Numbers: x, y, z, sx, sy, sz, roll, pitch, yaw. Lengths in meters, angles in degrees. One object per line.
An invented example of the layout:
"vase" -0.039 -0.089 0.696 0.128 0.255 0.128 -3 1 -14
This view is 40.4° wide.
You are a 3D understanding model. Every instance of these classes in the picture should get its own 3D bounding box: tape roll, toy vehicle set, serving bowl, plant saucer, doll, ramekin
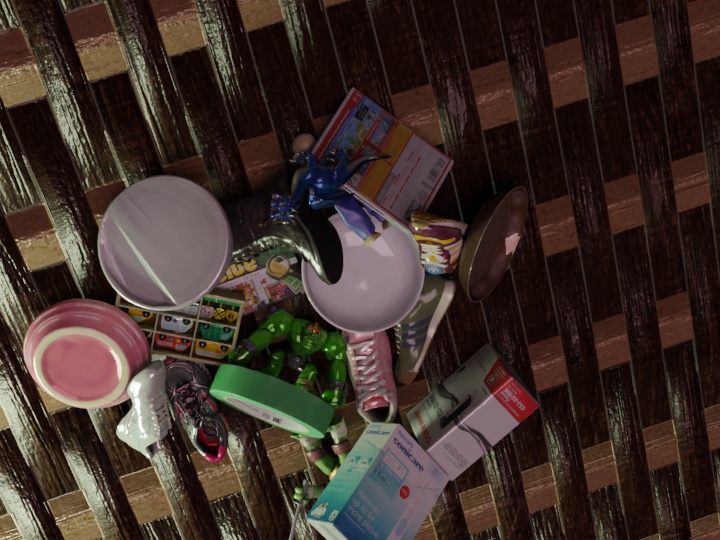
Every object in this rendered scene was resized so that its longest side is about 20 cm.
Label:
"tape roll" -0.143 0.211 1.576 0.200 0.200 0.048 28 72 -20
"toy vehicle set" -0.293 0.079 1.566 0.199 0.027 0.125 11 113 -7
"serving bowl" 0.000 0.000 1.578 0.199 0.066 0.201 0 89 -10
"plant saucer" -0.436 0.142 1.550 0.199 0.051 0.201 0 118 0
"doll" -0.034 -0.131 1.518 0.136 0.048 0.200 -42 96 -9
"ramekin" -0.284 -0.040 1.473 0.201 0.094 0.204 0 89 7
"plant saucer" 0.209 -0.046 1.575 0.034 0.200 0.201 25 109 22

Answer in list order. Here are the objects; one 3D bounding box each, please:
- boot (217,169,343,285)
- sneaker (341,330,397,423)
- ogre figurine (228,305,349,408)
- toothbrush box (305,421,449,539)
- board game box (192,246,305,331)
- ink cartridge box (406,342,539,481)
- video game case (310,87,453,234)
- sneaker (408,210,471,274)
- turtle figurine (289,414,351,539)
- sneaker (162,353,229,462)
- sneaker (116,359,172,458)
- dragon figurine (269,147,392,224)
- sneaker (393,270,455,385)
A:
"boot" -0.130 -0.047 1.505 0.174 0.069 0.201 -26 91 33
"sneaker" 0.019 0.171 1.639 0.075 0.105 0.201 -13 113 6
"ogre figurine" -0.103 0.136 1.592 0.199 0.098 0.120 20 79 7
"toothbrush box" 0.031 0.368 1.584 0.147 0.085 0.200 50 59 -21
"board game box" -0.194 0.021 1.587 0.199 0.023 0.105 -21 111 -3
"ink cartridge box" 0.188 0.241 1.679 0.200 0.144 0.084 -43 111 6
"video game case" 0.032 -0.168 1.510 0.200 0.017 0.143 35 73 -12
"sneaker" 0.122 -0.037 1.514 0.075 0.200 0.091 17 94 25
"turtle figurine" -0.048 0.361 1.667 0.200 0.144 0.195 -29 102 -32
"sneaker" -0.269 0.225 1.622 0.080 0.075 0.201 -26 112 1
"sneaker" -0.333 0.223 1.574 0.080 0.070 0.201 38 132 19
"dragon figurine" -0.047 -0.123 1.430 0.199 0.059 0.100 -6 81 -26
"sneaker" 0.081 0.089 1.648 0.090 0.067 0.201 21 106 -9
